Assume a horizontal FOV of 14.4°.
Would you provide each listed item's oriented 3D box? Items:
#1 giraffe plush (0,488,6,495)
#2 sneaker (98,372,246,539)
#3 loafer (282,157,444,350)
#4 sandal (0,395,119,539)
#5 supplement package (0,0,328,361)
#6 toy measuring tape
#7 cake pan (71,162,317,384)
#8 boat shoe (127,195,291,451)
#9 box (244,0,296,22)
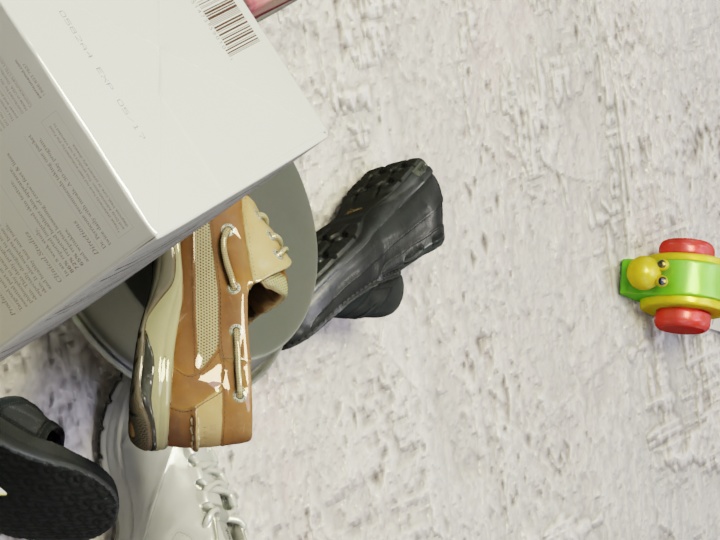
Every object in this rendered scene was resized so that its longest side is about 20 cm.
[{"bbox_3d":[-0.276,0.108,1.279,0.162,0.200,0.172,-54,148,0],"label":"giraffe plush"},{"bbox_3d":[-0.097,0.135,1.577,0.074,0.087,0.201,17,73,-52],"label":"sneaker"},{"bbox_3d":[0.000,0.000,1.742,0.201,0.068,0.071,-46,116,-51],"label":"loafer"},{"bbox_3d":[-0.189,0.085,1.462,0.200,0.075,0.048,41,38,-47],"label":"sandal"},{"bbox_3d":[-0.156,-0.059,1.364,0.152,0.200,0.151,57,39,0],"label":"supplement package"},{"bbox_3d":[0.260,0.020,2.123,0.200,0.073,0.074,21,71,-53],"label":"toy measuring tape"},{"bbox_3d":[-0.097,-0.029,1.580,0.200,0.037,0.201,24,55,-39],"label":"cake pan"},{"bbox_3d":[-0.074,0.003,1.487,0.076,0.073,0.201,99,-2,-68],"label":"boat shoe"},{"bbox_3d":[-0.095,-0.188,1.549,0.200,0.109,0.128,-35,96,-51],"label":"box"}]
